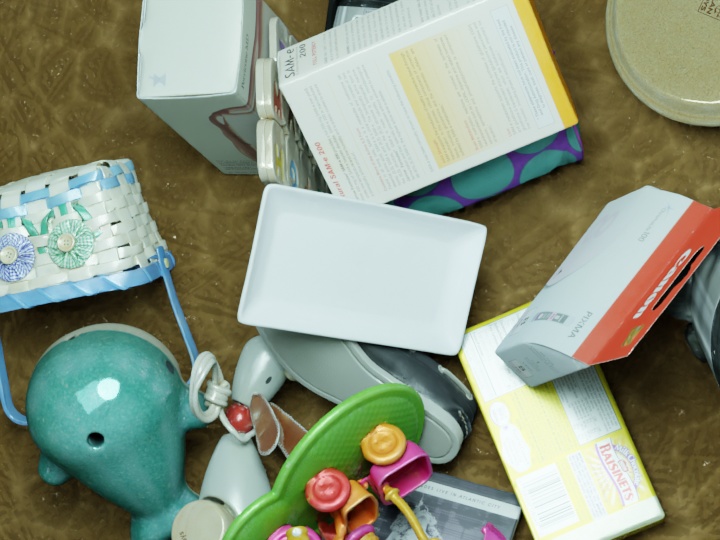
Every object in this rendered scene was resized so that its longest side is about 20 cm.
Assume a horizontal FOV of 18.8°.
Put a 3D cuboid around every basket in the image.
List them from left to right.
[{"bbox_3d":[-0.237,0.018,1.797,0.175,0.139,0.202,-15,99,13],"label":"basket"}]

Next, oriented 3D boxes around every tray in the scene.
[{"bbox_3d":[0.000,0.000,1.668,0.022,0.199,0.108,20,99,61],"label":"tray"}]

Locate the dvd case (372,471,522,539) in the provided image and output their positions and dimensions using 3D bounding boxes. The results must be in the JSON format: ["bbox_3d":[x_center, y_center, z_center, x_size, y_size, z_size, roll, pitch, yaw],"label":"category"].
[{"bbox_3d":[0.029,0.247,1.682,0.148,0.016,0.201,14,64,13],"label":"dvd case"}]

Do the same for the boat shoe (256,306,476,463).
[{"bbox_3d":[0.006,0.071,1.713,0.199,0.074,0.060,34,43,0],"label":"boat shoe"}]

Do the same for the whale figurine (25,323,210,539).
[{"bbox_3d":[-0.188,0.143,1.730,0.158,0.104,0.201,-21,109,9],"label":"whale figurine"}]

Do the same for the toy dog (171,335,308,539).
[{"bbox_3d":[-0.076,0.159,1.716,0.096,0.132,0.202,11,98,21],"label":"toy dog"}]

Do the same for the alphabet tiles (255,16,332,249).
[{"bbox_3d":[-0.048,-0.093,1.729,0.014,0.200,0.197,-5,74,13],"label":"alphabet tiles"}]

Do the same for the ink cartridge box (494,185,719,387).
[{"bbox_3d":[0.192,0.003,1.621,0.057,0.200,0.163,40,73,-2],"label":"ink cartridge box"}]

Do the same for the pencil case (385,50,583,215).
[{"bbox_3d":[0.079,-0.099,1.754,0.199,0.085,0.093,-20,96,10],"label":"pencil case"}]

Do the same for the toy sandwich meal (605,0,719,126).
[{"bbox_3d":[0.296,-0.203,1.729,0.203,0.070,0.207,-4,77,20],"label":"toy sandwich meal"}]

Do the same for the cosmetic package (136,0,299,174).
[{"bbox_3d":[-0.103,-0.155,1.760,0.087,0.200,0.104,-1,76,17],"label":"cosmetic package"}]

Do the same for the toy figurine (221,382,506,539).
[{"bbox_3d":[0.025,0.212,1.593,0.199,0.151,0.184,-36,57,-16],"label":"toy figurine"}]

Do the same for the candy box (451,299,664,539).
[{"bbox_3d":[0.153,0.123,1.702,0.102,0.026,0.201,-21,71,-1],"label":"candy box"}]

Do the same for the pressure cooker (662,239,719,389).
[{"bbox_3d":[0.327,0.026,1.593,0.176,0.200,0.179,44,102,-10],"label":"pressure cooker"}]

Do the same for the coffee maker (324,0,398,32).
[{"bbox_3d":[0.044,-0.250,1.773,0.134,0.191,0.202,10,99,35],"label":"coffee maker"}]

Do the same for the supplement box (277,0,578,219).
[{"bbox_3d":[0.050,-0.140,1.655,0.199,0.127,0.074,-21,27,8],"label":"supplement box"}]
